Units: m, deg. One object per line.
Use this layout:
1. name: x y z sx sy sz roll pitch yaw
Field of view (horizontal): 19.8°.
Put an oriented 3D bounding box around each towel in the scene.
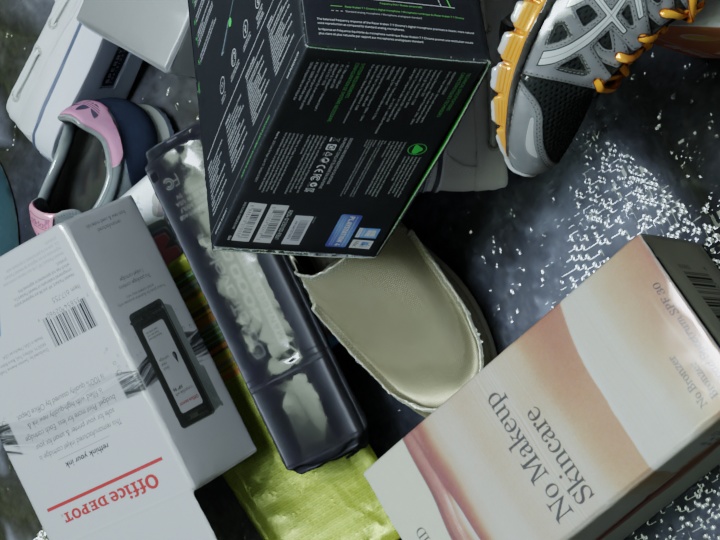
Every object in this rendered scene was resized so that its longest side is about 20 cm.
1. towel: -0.054 0.080 1.159 0.086 0.018 0.201 -34 86 16

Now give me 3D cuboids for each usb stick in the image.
1. usb stick: -0.057 0.016 1.133 0.055 0.033 0.201 -27 88 19

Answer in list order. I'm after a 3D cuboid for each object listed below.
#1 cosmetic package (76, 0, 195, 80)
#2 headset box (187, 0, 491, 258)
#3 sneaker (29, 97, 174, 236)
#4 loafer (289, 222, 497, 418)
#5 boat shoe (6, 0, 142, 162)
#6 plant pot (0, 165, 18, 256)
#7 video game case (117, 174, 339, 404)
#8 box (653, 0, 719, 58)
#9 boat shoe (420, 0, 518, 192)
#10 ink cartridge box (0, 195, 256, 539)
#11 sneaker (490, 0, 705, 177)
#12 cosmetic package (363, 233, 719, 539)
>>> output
1. cosmetic package: -0.070 -0.210 1.178 0.090 0.107 0.201 33 102 30
2. headset box: -0.020 -0.137 1.022 0.174 0.092 0.202 120 147 -53
3. sneaker: -0.176 -0.008 1.242 0.070 0.082 0.202 16 95 34
4. loafer: 0.000 0.000 1.114 0.075 0.068 0.201 -37 87 16
5. boat shoe: -0.158 -0.162 1.249 0.065 0.073 0.201 38 105 24
6. plant pot: -0.336 -0.014 1.314 0.199 0.134 0.202 -3 85 31
7. video game case: -0.091 0.013 1.182 0.200 0.018 0.144 -38 87 15
8. box: 0.229 -0.152 0.971 0.199 0.124 0.099 7 91 33
9. boat shoe: 0.059 -0.138 1.114 0.065 0.072 0.202 5 69 -3
10. ink cartridge box: -0.139 0.076 1.143 0.115 0.068 0.201 -25 91 35
11. sneaker: 0.120 -0.128 0.927 0.077 0.078 0.201 27 112 9
12. cosmetic package: 0.112 0.083 1.051 0.200 0.087 0.104 -44 67 22
